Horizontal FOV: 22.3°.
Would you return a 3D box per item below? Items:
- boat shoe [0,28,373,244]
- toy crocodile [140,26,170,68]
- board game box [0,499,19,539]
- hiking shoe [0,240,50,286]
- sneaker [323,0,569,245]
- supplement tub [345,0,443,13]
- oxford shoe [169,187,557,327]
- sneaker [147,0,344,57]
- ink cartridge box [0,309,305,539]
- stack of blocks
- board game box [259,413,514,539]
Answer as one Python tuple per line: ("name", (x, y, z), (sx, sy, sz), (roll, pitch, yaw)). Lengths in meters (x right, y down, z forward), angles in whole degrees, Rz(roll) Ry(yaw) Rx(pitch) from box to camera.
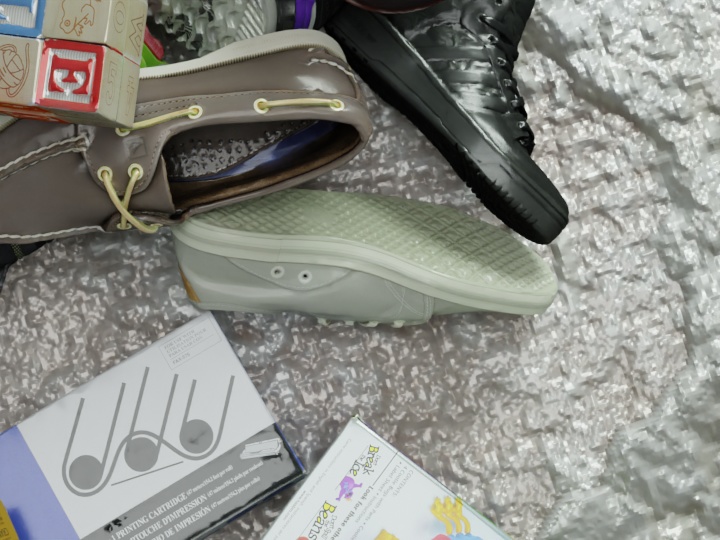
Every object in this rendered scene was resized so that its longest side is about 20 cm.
("boat shoe", (-0.093, -0.053, 0.847), (0.199, 0.072, 0.060), (-18, 46, -9))
("toy crocodile", (-0.146, -0.132, 0.892), (0.062, 0.067, 0.200), (-44, 110, -5))
("board game box", (-0.263, 0.168, 0.799), (0.199, 0.153, 0.041), (-28, 84, 15))
("hiking shoe", (-0.222, -0.082, 0.895), (0.200, 0.076, 0.101), (45, 83, -1))
("sneaker", (0.059, -0.115, 0.929), (0.104, 0.060, 0.200), (-43, 75, -6))
("supplement tub", (-0.008, -0.220, 0.891), (0.106, 0.107, 0.200), (-25, 49, -6))
("oxford shoe", (0.000, 0.000, 0.913), (0.198, 0.075, 0.058), (7, 120, -13))
("sneaker", (-0.085, -0.178, 0.936), (0.099, 0.070, 0.200), (-23, 58, -42))
("ink cartridge box", (-0.135, 0.112, 0.896), (0.199, 0.044, 0.094), (-31, 82, -6))
("stack of blocks", (-0.148, -0.170, 0.799), (0.114, 0.059, 0.202), (7, 89, 8))
("board game box", (0.043, 0.173, 0.865), (0.200, 0.103, 0.105), (38, 81, 4))
